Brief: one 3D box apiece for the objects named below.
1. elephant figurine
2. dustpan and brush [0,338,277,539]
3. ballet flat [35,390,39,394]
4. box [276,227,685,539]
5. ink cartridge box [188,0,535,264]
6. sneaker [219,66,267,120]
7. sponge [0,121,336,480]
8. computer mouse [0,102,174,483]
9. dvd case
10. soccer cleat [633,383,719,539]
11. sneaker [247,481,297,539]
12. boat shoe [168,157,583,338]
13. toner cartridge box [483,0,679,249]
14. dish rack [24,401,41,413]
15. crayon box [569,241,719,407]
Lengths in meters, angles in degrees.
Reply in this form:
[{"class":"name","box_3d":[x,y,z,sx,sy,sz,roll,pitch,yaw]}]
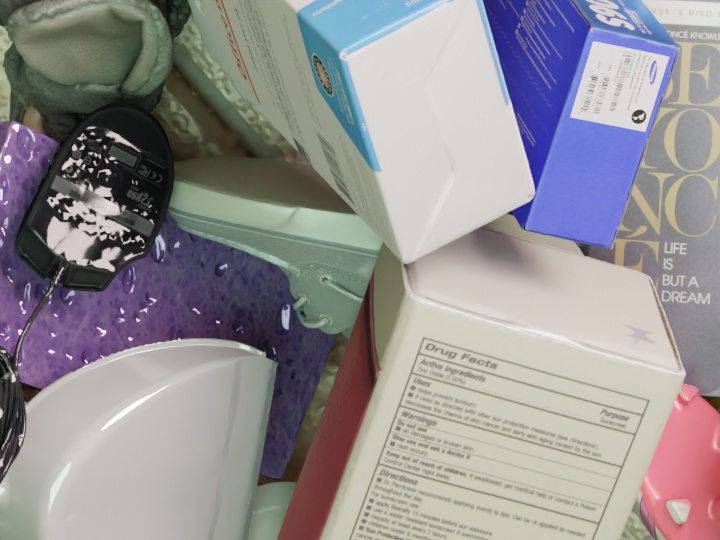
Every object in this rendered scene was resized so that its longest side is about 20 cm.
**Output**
[{"class":"elephant figurine","box_3d":[-0.131,-0.126,1.382,0.200,0.155,0.142,45,69,-25]},{"class":"dustpan and brush","box_3d":[-0.143,0.098,1.342,0.057,0.200,0.140,32,119,44]},{"class":"ballet flat","box_3d":[-0.156,0.021,1.445,0.200,0.069,0.071,36,69,-6]},{"class":"box","box_3d":[0.046,0.091,1.319,0.128,0.109,0.200,16,111,-9]},{"class":"ink cartridge box","box_3d":[-0.012,-0.106,1.255,0.068,0.200,0.116,-28,131,-13]},{"class":"sneaker","box_3d":[-0.030,-0.144,1.352,0.085,0.077,0.200,10,130,50]},{"class":"sponge","box_3d":[-0.105,0.016,1.396,0.200,0.030,0.112,24,83,-28]},{"class":"computer mouse","box_3d":[-0.140,0.013,1.325,0.059,0.034,0.200,30,71,-8]},{"class":"dvd case","box_3d":[0.180,-0.035,1.362,0.149,0.016,0.200,4,109,7]},{"class":"soccer cleat","box_3d":[0.168,0.133,1.398,0.200,0.067,0.076,51,149,-10]},{"class":"sneaker","box_3d":[-0.079,0.190,1.463,0.073,0.085,0.200,10,139,-31]},{"class":"boat shoe","box_3d":[0.001,0.000,1.371,0.201,0.070,0.072,14,108,1]},{"class":"toner cartridge box","box_3d":[0.084,-0.093,1.310,0.043,0.200,0.095,13,111,-15]},{"class":"dish rack","box_3d":[-0.236,0.049,1.417,0.200,0.172,0.044,25,84,-2]},{"class":"crayon box","box_3d":[0.173,-0.001,1.410,0.200,0.052,0.126,14,110,3]}]
